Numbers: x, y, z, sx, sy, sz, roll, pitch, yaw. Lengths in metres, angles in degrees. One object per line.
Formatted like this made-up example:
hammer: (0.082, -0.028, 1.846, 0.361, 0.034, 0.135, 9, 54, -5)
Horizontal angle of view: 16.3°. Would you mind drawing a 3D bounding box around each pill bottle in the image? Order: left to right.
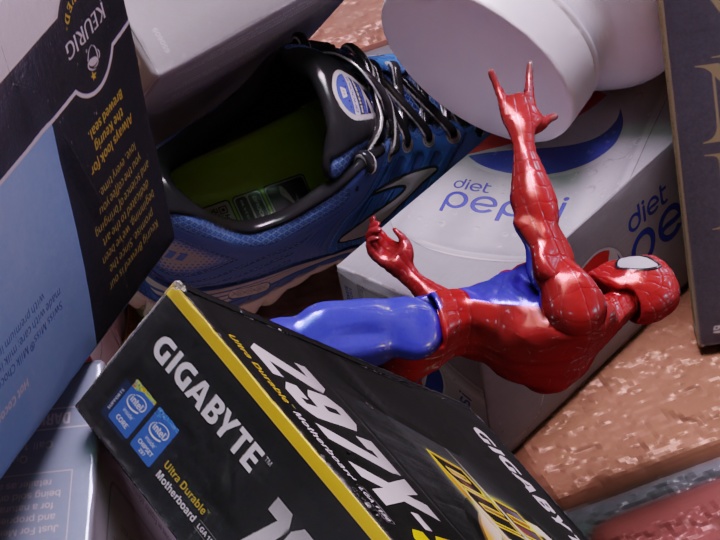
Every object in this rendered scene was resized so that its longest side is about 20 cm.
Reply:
pill bottle: (0.092, -0.144, 0.892, 0.112, 0.113, 0.200, 19, 62, 33)

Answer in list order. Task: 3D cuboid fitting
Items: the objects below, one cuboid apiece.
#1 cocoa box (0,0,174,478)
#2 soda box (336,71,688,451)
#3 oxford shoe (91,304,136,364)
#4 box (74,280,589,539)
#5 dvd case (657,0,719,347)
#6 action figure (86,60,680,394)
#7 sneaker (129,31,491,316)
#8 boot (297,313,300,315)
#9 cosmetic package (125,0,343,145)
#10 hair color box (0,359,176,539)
cocoa box: (-0.152, -0.012, 0.639, 0.133, 0.131, 0.200, 3, 34, 21)
soda box: (0.081, -0.021, 0.905, 0.063, 0.068, 0.200, 22, 49, 36)
oxford shoe: (-0.118, 0.009, 0.910, 0.071, 0.073, 0.200, -18, 38, -9)
box: (0.033, 0.098, 0.663, 0.049, 0.160, 0.200, -50, 55, 12)
dvd case: (0.176, -0.072, 0.838, 0.148, 0.200, 0.016, -9, 28, 3)
action figure: (0.000, 0.000, 0.780, 0.200, 0.065, 0.099, -7, 63, -15)
sneaker: (0.004, -0.045, 0.916, 0.200, 0.089, 0.079, -25, 70, -20)
boot: (-0.065, 0.090, 0.803, 0.131, 0.070, 0.200, -11, 33, 9)
cosmetic package: (-0.075, -0.100, 0.940, 0.107, 0.090, 0.200, -32, 1, -22)
hair color box: (-0.086, 0.136, 0.669, 0.061, 0.099, 0.200, -8, 56, 12)
